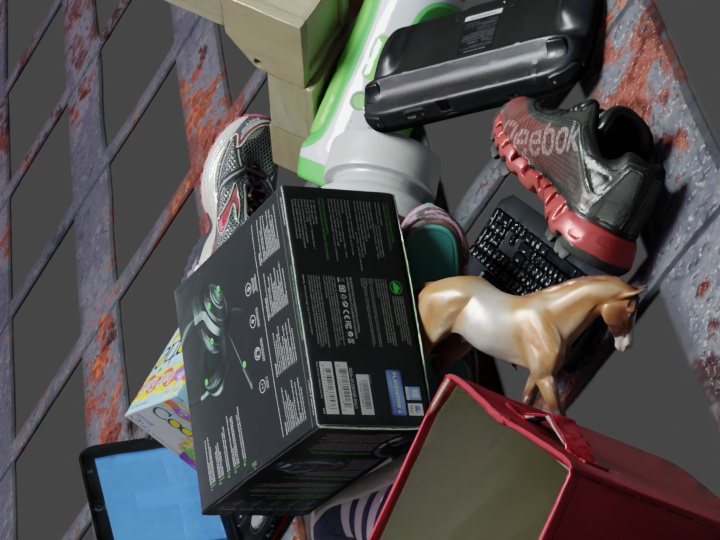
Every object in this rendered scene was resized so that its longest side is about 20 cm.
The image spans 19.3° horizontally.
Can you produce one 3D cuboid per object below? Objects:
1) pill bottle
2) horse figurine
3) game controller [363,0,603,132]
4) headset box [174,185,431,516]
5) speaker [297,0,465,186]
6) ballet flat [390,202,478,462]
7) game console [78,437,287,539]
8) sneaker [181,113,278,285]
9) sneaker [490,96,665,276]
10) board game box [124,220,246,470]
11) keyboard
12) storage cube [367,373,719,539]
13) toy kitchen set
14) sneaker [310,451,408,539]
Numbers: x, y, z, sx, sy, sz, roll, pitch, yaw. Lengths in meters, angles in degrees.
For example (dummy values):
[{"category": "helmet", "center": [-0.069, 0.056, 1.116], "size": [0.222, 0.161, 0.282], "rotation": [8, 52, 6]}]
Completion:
[{"category": "pill bottle", "center": [0.000, 0.000, 1.640], "size": [0.109, 0.109, 0.202], "rotation": [-21, 52, 57]}, {"category": "horse figurine", "center": [0.088, 0.053, 1.415], "size": [0.199, 0.050, 0.134], "rotation": [15, 104, 34]}, {"category": "game controller", "center": [0.091, -0.162, 1.602], "size": [0.198, 0.042, 0.105], "rotation": [-10, 39, 34]}, {"category": "headset box", "center": [-0.048, 0.063, 1.471], "size": [0.200, 0.092, 0.176], "rotation": [-41, 52, 52]}, {"category": "speaker", "center": [0.018, -0.158, 1.763], "size": [0.202, 0.088, 0.088], "rotation": [-67, 25, 1]}, {"category": "ballet flat", "center": [0.051, 0.049, 1.519], "size": [0.071, 0.068, 0.202], "rotation": [-71, -19, -74]}, {"category": "game console", "center": [-0.139, 0.155, 1.782], "size": [0.173, 0.118, 0.200], "rotation": [-59, 27, 18]}, {"category": "sneaker", "center": [-0.101, -0.044, 1.930], "size": [0.074, 0.080, 0.202], "rotation": [-3, 74, 47]}, {"category": "sneaker", "center": [0.152, -0.079, 1.448], "size": [0.098, 0.070, 0.201], "rotation": [-59, 28, 18]}, {"category": "board game box", "center": [-0.084, 0.058, 1.703], "size": [0.103, 0.105, 0.201], "rotation": [-22, 33, 57]}, {"category": "keyboard", "center": [0.109, 0.013, 1.495], "size": [0.105, 0.039, 0.200], "rotation": [-63, 24, 8]}, {"category": "storage cube", "center": [0.114, 0.188, 1.177], "size": [0.202, 0.179, 0.171], "rotation": [-66, 25, 5]}, {"category": "toy kitchen set", "center": [-0.078, -0.228, 1.830], "size": [0.164, 0.179, 0.201], "rotation": [-56, -20, -29]}, {"category": "sneaker", "center": [0.024, 0.189, 1.488], "size": [0.200, 0.074, 0.085], "rotation": [-40, 48, 55]}]
